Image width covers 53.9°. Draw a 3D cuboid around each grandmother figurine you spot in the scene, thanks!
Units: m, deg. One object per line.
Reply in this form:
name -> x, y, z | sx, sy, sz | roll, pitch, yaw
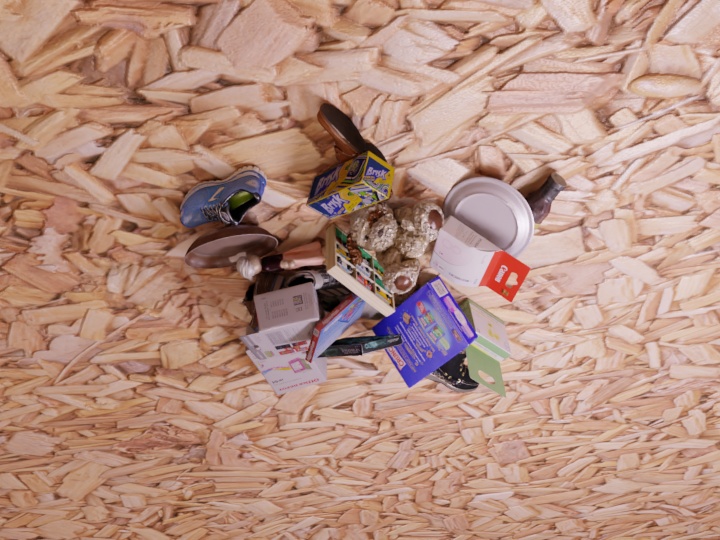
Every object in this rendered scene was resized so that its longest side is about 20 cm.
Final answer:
grandmother figurine -> -0.167, -0.020, 1.510 | 0.194, 0.062, 0.121 | -9, 173, -14

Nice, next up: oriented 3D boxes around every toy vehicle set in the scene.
toy vehicle set -> 0.000, 0.000, 1.525 | 0.026, 0.127, 0.199 | -31, 131, 26

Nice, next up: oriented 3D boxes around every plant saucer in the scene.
plant saucer -> -0.268, -0.051, 1.461 | 0.194, 0.033, 0.201 | -13, 166, -3

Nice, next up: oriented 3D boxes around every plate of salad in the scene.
plate of salad -> 0.266, -0.106, 1.473 | 0.195, 0.048, 0.205 | 15, 128, 20

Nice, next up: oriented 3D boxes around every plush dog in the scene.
plush dog -> 0.059, -0.080, 1.466 | 0.168, 0.161, 0.204 | 25, 102, -10

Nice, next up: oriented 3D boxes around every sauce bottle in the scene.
sauce bottle -> 0.354, -0.119, 1.484 | 0.064, 0.067, 0.202 | 16, 129, -21

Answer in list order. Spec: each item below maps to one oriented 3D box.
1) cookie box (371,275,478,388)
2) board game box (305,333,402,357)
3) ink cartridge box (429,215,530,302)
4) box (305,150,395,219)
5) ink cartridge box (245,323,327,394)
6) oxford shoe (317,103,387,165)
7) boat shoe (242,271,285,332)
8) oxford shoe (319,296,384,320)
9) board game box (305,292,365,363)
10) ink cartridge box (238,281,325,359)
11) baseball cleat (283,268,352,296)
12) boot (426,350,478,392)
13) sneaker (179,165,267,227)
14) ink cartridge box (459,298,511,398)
cookie box -> 0.147, 0.145, 1.655 | 0.199, 0.173, 0.075 | -40, 169, 31
board game box -> -0.018, 0.176, 1.649 | 0.133, 0.029, 0.197 | -9, 179, -45
ink cartridge box -> 0.244, -0.009, 1.492 | 0.199, 0.057, 0.164 | 39, 156, 15
box -> -0.023, -0.157, 1.343 | 0.069, 0.066, 0.198 | 26, 157, -29
ink cartridge box -> -0.179, 0.206, 1.748 | 0.141, 0.086, 0.202 | -16, 136, 11
oxford shoe -> -0.026, -0.230, 1.329 | 0.070, 0.073, 0.200 | -24, 135, 26
boat shoe -> -0.229, 0.064, 1.616 | 0.071, 0.073, 0.202 | 25, 135, -5
oxford shoe -> -0.026, 0.084, 1.659 | 0.196, 0.059, 0.075 | 23, 128, -28
board game box -> -0.046, 0.109, 1.531 | 0.019, 0.199, 0.105 | 33, 131, 16
ink cartridge box -> -0.165, 0.115, 1.536 | 0.170, 0.086, 0.201 | -13, 158, 0
baseball cleat -> -0.071, 0.026, 1.552 | 0.194, 0.072, 0.106 | -13, 175, -7
boot -> 0.261, 0.233, 1.828 | 0.199, 0.075, 0.155 | 20, 128, -24
sneaker -> -0.274, -0.131, 1.389 | 0.196, 0.091, 0.079 | -23, 133, 18
ink cartridge box -> 0.303, 0.184, 1.687 | 0.144, 0.204, 0.048 | 31, 126, -33
